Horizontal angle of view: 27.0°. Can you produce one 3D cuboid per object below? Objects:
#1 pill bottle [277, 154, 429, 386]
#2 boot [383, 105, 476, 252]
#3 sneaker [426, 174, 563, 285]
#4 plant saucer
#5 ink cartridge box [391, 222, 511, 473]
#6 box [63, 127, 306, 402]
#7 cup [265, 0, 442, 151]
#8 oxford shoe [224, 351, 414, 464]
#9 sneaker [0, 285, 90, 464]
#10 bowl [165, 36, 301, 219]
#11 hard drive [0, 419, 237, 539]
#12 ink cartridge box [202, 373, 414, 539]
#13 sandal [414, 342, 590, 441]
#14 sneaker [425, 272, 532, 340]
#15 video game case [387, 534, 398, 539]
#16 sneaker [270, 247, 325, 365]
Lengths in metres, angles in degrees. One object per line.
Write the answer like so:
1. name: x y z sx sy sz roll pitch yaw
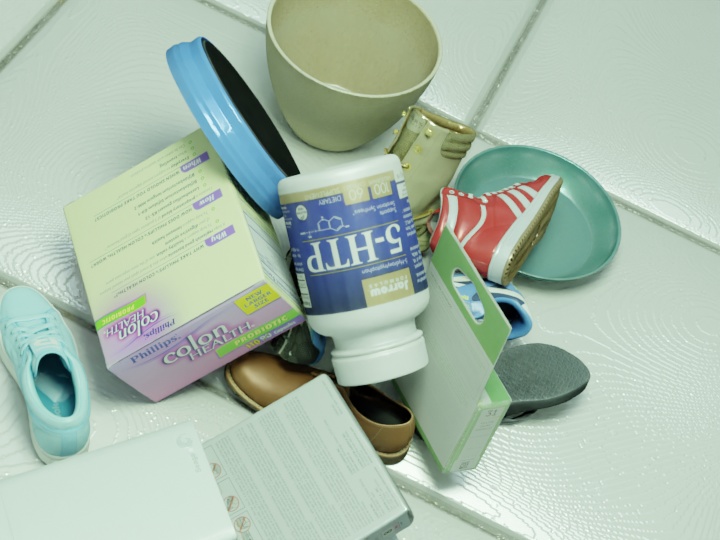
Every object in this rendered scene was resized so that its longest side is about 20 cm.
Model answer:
1. pill bottle: 0.000 0.000 1.409 0.119 0.120 0.201 -16 96 -28
2. boot: 0.023 -0.101 1.577 0.199 0.156 0.073 7 29 -37
3. sneaker: 0.144 -0.063 1.627 0.112 0.071 0.200 21 35 16
4. plant saucer: 0.197 -0.058 1.709 0.199 0.036 0.201 9 50 -11
5. ink cartridge box: 0.095 0.074 1.424 0.048 0.200 0.146 -3 45 -29
6. box: -0.173 -0.008 1.457 0.175 0.097 0.200 -29 56 10
7. cup: -0.022 -0.219 1.700 0.199 0.143 0.201 9 49 -11
8. oxford shoe: -0.037 0.118 1.471 0.199 0.071 0.071 21 51 2
9. sneaker: -0.293 0.082 1.412 0.074 0.082 0.200 -12 57 -27
10. bowl: -0.120 -0.145 1.486 0.039 0.201 0.201 -33 61 7
11. hard drive: -0.223 0.217 1.317 0.199 0.026 0.132 -17 54 -14
12. ink cartridge box: -0.076 0.209 1.370 0.200 0.057 0.163 -31 62 -4
13. sandal: 0.141 0.129 1.543 0.199 0.043 0.076 -16 51 -17
14. sneaker: 0.089 0.048 1.549 0.199 0.074 0.082 -10 35 -25
15. video game case: -0.070 0.252 1.373 0.199 0.024 0.182 -18 59 -23
16. sneaker: -0.035 0.028 1.521 0.090 0.079 0.200 23 32 -11
